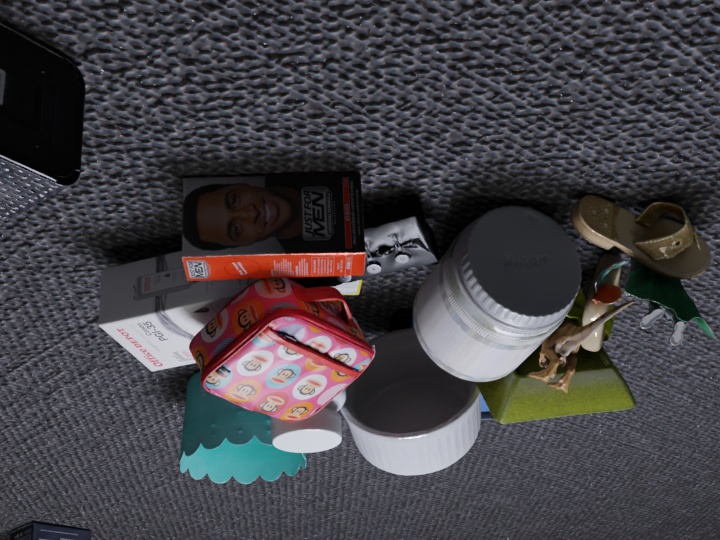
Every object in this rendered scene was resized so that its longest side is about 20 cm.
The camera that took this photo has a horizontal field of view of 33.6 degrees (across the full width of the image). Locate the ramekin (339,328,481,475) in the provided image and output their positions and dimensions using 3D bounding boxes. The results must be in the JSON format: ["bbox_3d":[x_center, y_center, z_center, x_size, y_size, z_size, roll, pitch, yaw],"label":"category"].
[{"bbox_3d":[0.071,0.181,1.619,0.198,0.201,0.098,-7,131,7],"label":"ramekin"}]

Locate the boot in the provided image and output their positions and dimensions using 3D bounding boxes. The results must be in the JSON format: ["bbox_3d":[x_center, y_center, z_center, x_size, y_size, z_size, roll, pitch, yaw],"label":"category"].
[{"bbox_3d":[0.000,0.000,1.434,0.198,0.066,0.165,-21,145,8],"label":"boot"}]

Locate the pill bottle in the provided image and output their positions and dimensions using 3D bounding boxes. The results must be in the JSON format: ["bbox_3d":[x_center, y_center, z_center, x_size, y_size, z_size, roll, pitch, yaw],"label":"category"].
[{"bbox_3d":[-0.074,0.128,1.564,0.108,0.202,0.110,-3,154,-1],"label":"pill bottle"}]

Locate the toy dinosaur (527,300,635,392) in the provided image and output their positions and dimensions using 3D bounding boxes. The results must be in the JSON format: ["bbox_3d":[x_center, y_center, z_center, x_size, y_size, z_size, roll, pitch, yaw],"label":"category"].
[{"bbox_3d":[0.245,0.085,1.418,0.060,0.107,0.200,21,169,-10],"label":"toy dinosaur"}]

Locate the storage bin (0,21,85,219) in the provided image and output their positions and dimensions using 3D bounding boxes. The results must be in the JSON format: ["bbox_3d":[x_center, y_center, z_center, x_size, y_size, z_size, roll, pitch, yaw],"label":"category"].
[{"bbox_3d":[-0.349,-0.147,1.046,0.093,0.136,0.199,-21,149,33],"label":"storage bin"}]

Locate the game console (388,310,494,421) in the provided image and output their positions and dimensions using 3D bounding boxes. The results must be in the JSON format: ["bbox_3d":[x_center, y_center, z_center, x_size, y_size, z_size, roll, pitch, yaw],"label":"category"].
[{"bbox_3d":[0.140,0.139,1.719,0.198,0.178,0.116,-2,-178,-2],"label":"game console"}]

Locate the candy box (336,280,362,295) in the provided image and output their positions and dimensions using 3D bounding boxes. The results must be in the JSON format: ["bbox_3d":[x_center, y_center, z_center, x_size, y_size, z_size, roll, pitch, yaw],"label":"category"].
[{"bbox_3d":[-0.093,-0.004,1.491,0.198,0.027,0.102,1,153,-9],"label":"candy box"}]

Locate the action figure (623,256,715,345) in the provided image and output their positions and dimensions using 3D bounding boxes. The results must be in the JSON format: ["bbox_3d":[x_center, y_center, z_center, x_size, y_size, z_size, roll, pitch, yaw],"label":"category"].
[{"bbox_3d":[0.363,0.023,1.459,0.118,0.200,0.055,31,113,-5],"label":"action figure"}]

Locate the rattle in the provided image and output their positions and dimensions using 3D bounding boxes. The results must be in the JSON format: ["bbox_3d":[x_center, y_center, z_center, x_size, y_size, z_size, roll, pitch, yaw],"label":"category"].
[{"bbox_3d":[0.263,0.022,1.503,0.142,0.131,0.200,31,-175,17],"label":"rattle"}]

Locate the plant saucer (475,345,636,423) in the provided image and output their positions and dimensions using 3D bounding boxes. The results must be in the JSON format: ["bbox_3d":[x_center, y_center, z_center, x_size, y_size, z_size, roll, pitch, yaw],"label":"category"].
[{"bbox_3d":[0.241,0.110,1.578,0.198,0.201,0.048,-5,126,-15],"label":"plant saucer"}]

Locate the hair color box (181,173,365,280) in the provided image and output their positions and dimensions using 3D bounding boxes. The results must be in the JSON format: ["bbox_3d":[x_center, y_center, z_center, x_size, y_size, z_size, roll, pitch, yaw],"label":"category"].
[{"bbox_3d":[-0.096,-0.048,1.318,0.198,0.102,0.061,-3,155,-3],"label":"hair color box"}]

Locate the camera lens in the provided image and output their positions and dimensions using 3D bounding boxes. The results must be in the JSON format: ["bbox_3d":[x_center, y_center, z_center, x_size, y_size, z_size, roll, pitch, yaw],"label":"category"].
[{"bbox_3d":[0.161,0.032,1.445,0.158,0.161,0.200,4,153,-16],"label":"camera lens"}]

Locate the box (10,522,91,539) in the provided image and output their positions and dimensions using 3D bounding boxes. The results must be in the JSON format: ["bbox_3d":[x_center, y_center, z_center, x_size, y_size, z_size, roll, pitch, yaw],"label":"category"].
[{"bbox_3d":[-0.667,0.657,2.556,0.147,0.202,0.104,21,145,-40],"label":"box"}]

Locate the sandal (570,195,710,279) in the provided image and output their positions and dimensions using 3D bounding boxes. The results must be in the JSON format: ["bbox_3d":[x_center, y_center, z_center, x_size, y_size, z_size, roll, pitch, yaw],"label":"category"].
[{"bbox_3d":[0.352,-0.048,1.404,0.210,0.078,0.070,16,151,-23],"label":"sandal"}]

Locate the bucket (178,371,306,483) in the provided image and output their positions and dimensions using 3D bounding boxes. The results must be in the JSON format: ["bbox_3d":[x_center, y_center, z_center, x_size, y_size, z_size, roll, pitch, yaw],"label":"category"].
[{"bbox_3d":[-0.181,0.238,1.845,0.205,0.136,0.208,-2,154,-1],"label":"bucket"}]

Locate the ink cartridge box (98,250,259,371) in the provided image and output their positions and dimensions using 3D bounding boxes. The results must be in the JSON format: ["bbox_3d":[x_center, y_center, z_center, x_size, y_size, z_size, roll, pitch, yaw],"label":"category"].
[{"bbox_3d":[-0.198,0.045,1.455,0.198,0.083,0.147,-12,148,15],"label":"ink cartridge box"}]

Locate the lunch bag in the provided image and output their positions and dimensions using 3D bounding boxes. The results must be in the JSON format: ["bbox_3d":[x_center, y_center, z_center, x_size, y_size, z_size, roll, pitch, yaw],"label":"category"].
[{"bbox_3d":[-0.081,0.086,1.395,0.176,0.082,0.199,-41,141,17],"label":"lunch bag"}]
